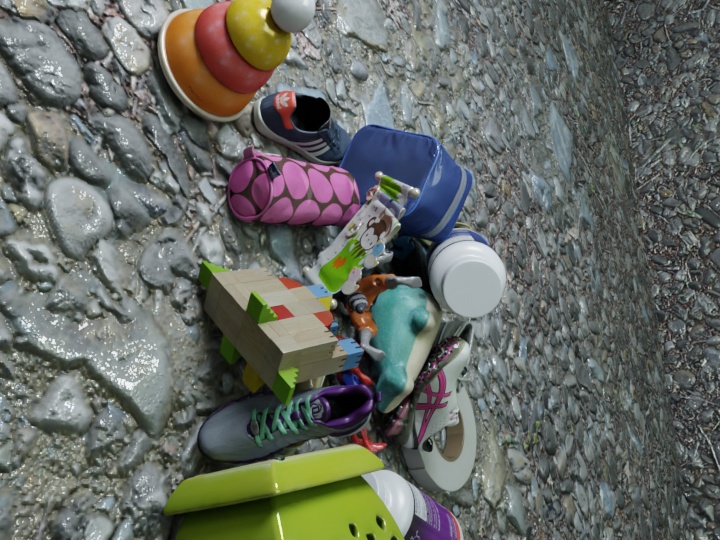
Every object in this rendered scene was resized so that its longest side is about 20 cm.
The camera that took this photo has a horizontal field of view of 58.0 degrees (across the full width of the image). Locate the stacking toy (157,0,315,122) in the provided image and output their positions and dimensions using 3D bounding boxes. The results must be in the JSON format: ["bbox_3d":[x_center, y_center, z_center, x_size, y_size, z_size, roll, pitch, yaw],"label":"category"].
[{"bbox_3d":[-0.130,-0.276,0.779,0.146,0.199,0.147,23,60,-49],"label":"stacking toy"}]

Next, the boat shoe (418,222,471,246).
[{"bbox_3d":[0.142,-0.074,1.177,0.073,0.063,0.200,42,14,34],"label":"boat shoe"}]

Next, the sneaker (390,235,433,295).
[{"bbox_3d":[0.106,0.040,1.102,0.082,0.073,0.201,16,66,-51],"label":"sneaker"}]

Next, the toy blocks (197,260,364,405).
[{"bbox_3d":[-0.082,0.058,0.754,0.136,0.200,0.100,-8,128,-43],"label":"toy blocks"}]

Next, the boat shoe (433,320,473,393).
[{"bbox_3d":[0.144,0.160,1.056,0.074,0.065,0.201,46,43,-34],"label":"boat shoe"}]

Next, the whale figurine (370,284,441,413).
[{"bbox_3d":[0.047,0.105,0.950,0.103,0.159,0.200,28,43,-9],"label":"whale figurine"}]

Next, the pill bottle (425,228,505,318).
[{"bbox_3d":[0.157,0.005,0.976,0.200,0.111,0.111,-77,145,-77],"label":"pill bottle"}]

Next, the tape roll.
[{"bbox_3d":[0.133,0.266,1.091,0.202,0.037,0.204,25,59,-49],"label":"tape roll"}]

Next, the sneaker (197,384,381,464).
[{"bbox_3d":[-0.077,0.155,0.707,0.199,0.088,0.075,-10,70,-19],"label":"sneaker"}]

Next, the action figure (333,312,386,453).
[{"bbox_3d":[-0.016,0.153,0.904,0.052,0.065,0.201,-23,99,-23],"label":"action figure"}]

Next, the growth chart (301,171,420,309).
[{"bbox_3d":[0.000,-0.043,0.857,0.018,0.145,0.200,41,83,-29],"label":"growth chart"}]

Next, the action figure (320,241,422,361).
[{"bbox_3d":[0.000,0.000,0.887,0.104,0.193,0.201,4,109,-33],"label":"action figure"}]

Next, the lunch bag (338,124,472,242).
[{"bbox_3d":[0.062,-0.130,1.006,0.132,0.200,0.136,30,86,-49],"label":"lunch bag"}]

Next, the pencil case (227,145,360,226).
[{"bbox_3d":[-0.083,-0.109,0.885,0.200,0.090,0.094,0,78,-57],"label":"pencil case"}]

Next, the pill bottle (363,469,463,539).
[{"bbox_3d":[0.048,0.345,0.880,0.200,0.112,0.113,44,46,-36],"label":"pill bottle"}]

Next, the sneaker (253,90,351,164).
[{"bbox_3d":[-0.060,-0.210,0.952,0.200,0.084,0.075,6,73,-53],"label":"sneaker"}]

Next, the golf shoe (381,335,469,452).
[{"bbox_3d":[0.114,0.182,0.955,0.092,0.200,0.073,28,27,-3],"label":"golf shoe"}]

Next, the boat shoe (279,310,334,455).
[{"bbox_3d":[-0.077,0.128,0.822,0.073,0.063,0.201,11,57,-10],"label":"boat shoe"}]

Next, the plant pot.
[{"bbox_3d":[-0.077,0.285,0.663,0.199,0.199,0.182,9,65,-52],"label":"plant pot"}]
